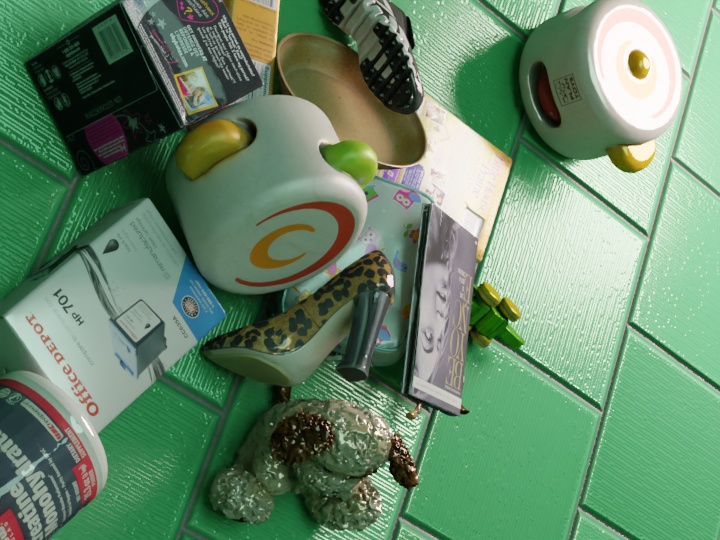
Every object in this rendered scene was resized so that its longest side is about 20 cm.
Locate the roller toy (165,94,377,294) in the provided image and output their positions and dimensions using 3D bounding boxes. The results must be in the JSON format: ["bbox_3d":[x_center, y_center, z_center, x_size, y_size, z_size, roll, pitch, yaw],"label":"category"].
[{"bbox_3d":[-0.098,-0.079,1.601,0.198,0.183,0.141,-10,58,-28],"label":"roller toy"}]

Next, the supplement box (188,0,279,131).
[{"bbox_3d":[-0.132,-0.230,1.703,0.068,0.066,0.203,17,71,-36],"label":"supplement box"}]

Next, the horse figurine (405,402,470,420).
[{"bbox_3d":[0.053,0.075,1.789,0.200,0.050,0.133,45,51,-14],"label":"horse figurine"}]

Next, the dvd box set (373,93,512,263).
[{"bbox_3d":[0.081,-0.118,1.865,0.199,0.029,0.148,33,62,-27],"label":"dvd box set"}]

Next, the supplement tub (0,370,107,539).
[{"bbox_3d":[-0.333,0.196,1.414,0.200,0.140,0.141,-42,106,-35],"label":"supplement tub"}]

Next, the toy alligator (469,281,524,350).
[{"bbox_3d":[0.122,0.032,1.845,0.199,0.059,0.054,34,20,-40],"label":"toy alligator"}]

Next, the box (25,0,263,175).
[{"bbox_3d":[-0.209,-0.192,1.549,0.114,0.199,0.133,-33,100,-38],"label":"box"}]

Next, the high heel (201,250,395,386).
[{"bbox_3d":[-0.060,0.042,1.639,0.072,0.198,0.144,57,42,-49],"label":"high heel"}]

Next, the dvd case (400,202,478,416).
[{"bbox_3d":[0.087,0.045,1.714,0.149,0.016,0.203,31,64,-63],"label":"dvd case"}]

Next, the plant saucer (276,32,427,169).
[{"bbox_3d":[-0.017,-0.175,1.744,0.199,0.035,0.201,29,33,-21],"label":"plant saucer"}]

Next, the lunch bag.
[{"bbox_3d":[0.000,0.000,1.718,0.159,0.077,0.202,17,70,-7],"label":"lunch bag"}]

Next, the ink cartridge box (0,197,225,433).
[{"bbox_3d":[-0.249,0.050,1.545,0.200,0.085,0.147,-44,108,-36],"label":"ink cartridge box"}]

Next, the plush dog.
[{"bbox_3d":[-0.036,0.177,1.626,0.198,0.171,0.163,11,74,-34],"label":"plush dog"}]

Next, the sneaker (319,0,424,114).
[{"bbox_3d":[0.032,-0.253,1.798,0.090,0.067,0.201,5,46,-47],"label":"sneaker"}]

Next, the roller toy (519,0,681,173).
[{"bbox_3d":[0.299,-0.235,1.978,0.182,0.139,0.202,32,64,-28],"label":"roller toy"}]
